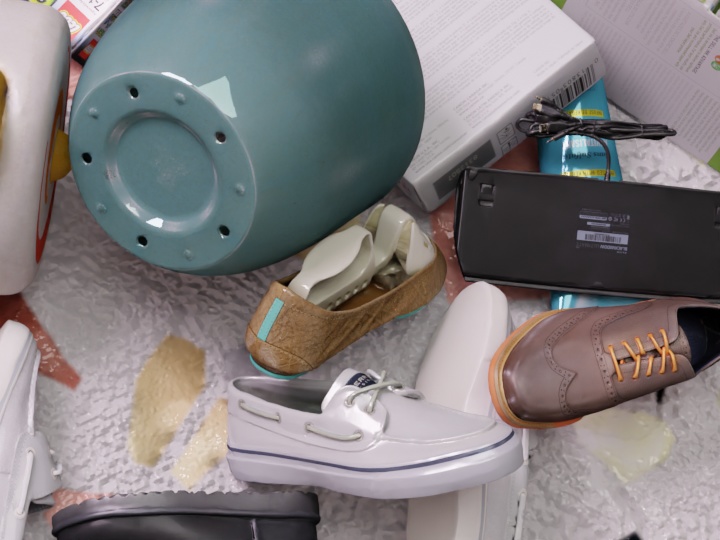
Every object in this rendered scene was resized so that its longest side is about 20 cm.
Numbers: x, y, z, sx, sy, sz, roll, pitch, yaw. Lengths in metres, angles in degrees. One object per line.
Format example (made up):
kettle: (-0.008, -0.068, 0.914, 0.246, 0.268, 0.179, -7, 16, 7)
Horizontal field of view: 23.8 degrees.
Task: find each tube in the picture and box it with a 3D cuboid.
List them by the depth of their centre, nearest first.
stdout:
tube: (0.156, -0.039, 1.179, 0.077, 0.050, 0.200, -5, 72, -4)

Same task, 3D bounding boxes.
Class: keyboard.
keyboard: (0.162, -0.047, 1.144, 0.199, 0.021, 0.127, 5, 93, -10)

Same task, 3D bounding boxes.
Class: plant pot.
plant pot: (-0.083, -0.090, 1.038, 0.200, 0.201, 0.161, 35, 35, 7)

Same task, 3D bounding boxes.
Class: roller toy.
roller toy: (-0.243, -0.081, 1.041, 0.139, 0.200, 0.183, 8, 45, -7)

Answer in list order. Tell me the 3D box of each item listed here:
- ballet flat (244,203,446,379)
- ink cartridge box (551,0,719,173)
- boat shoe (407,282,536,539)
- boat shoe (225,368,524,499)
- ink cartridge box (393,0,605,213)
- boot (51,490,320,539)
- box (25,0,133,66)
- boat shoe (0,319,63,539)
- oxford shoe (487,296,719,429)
ballet flat: (0.000, 0.000, 1.070, 0.068, 0.072, 0.200, 30, 35, 25)
ink cartridge box: (0.233, -0.164, 1.191, 0.200, 0.148, 0.076, 36, 63, 6)
boat shoe: (0.080, 0.105, 1.080, 0.068, 0.072, 0.200, 26, 51, -29)
boat shoe: (-0.001, 0.092, 1.013, 0.074, 0.200, 0.067, -31, 113, -59)
ink cartridge box: (0.046, -0.158, 1.197, 0.162, 0.057, 0.200, -39, 56, -6)
boot: (-0.095, 0.232, 0.997, 0.164, 0.066, 0.200, -1, 70, -9)
box: (-0.226, -0.248, 1.184, 0.200, 0.035, 0.110, 43, 91, 11)
boat shoe: (-0.214, 0.129, 1.019, 0.068, 0.072, 0.200, 20, 58, -19)
oxford shoe: (0.163, 0.050, 1.073, 0.200, 0.073, 0.071, -17, 91, -39)
